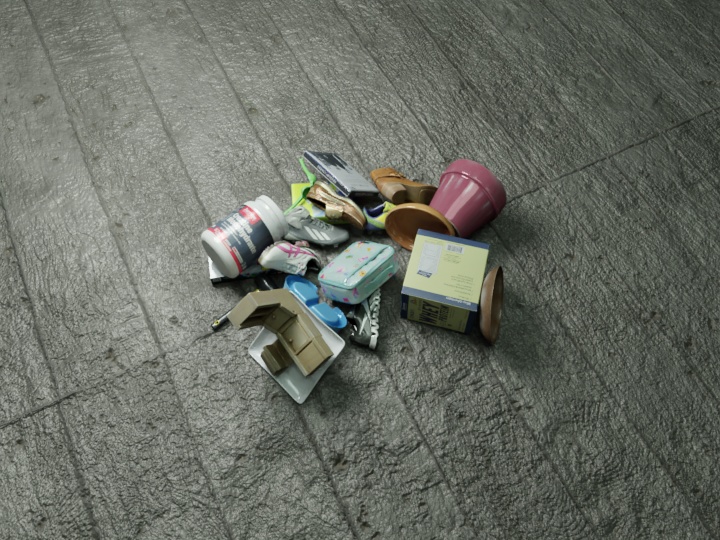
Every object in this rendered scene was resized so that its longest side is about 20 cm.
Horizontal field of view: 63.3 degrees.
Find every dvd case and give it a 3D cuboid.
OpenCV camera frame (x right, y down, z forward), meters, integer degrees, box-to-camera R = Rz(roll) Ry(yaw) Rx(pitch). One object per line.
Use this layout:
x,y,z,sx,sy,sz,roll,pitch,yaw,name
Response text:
-0.054,-0.278,1.684,0.200,0.025,0.149,45,28,24,dvd case

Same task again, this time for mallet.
-0.313,0.078,1.534,0.199,0.041,0.066,-32,70,-16,mallet

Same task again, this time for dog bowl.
-0.125,0.096,1.503,0.200,0.050,0.111,42,22,17,dog bowl

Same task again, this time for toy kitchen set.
-0.206,0.175,1.348,0.163,0.180,0.201,-43,76,17,toy kitchen set

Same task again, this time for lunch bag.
0.000,0.000,1.530,0.159,0.078,0.200,11,43,45,lunch bag

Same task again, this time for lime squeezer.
-0.165,-0.241,1.665,0.069,0.038,0.203,10,62,3,lime squeezer

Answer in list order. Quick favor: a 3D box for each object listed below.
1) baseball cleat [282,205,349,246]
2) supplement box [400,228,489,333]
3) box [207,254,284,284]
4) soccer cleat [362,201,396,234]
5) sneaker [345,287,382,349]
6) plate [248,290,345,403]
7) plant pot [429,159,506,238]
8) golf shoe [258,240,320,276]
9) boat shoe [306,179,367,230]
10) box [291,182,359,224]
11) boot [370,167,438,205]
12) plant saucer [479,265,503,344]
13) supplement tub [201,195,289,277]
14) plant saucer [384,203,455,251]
-0.127,-0.123,1.615,0.197,0.108,0.070,0,33,-6,baseball cleat
0.220,0.028,1.537,0.197,0.135,0.202,13,61,10,supplement box
-0.315,-0.045,1.597,0.197,0.038,0.138,-9,63,-9,box
0.098,-0.157,1.661,0.197,0.085,0.065,-8,29,-8,soccer cleat
0.008,0.105,1.526,0.089,0.067,0.203,6,63,-5,sneaker
-0.156,0.188,1.440,0.199,0.032,0.201,40,103,16,plate
0.278,-0.178,1.634,0.199,0.201,0.179,37,71,15,plant pot
-0.180,-0.028,1.532,0.092,0.073,0.199,49,31,21,golf shoe
-0.068,-0.169,1.620,0.199,0.076,0.074,38,73,21,boat shoe
-0.099,-0.194,1.692,0.197,0.048,0.124,-4,62,-6,box
0.136,-0.254,1.733,0.197,0.074,0.155,3,32,-32,boot
0.335,0.087,1.501,0.036,0.201,0.203,6,59,21,plant saucer
-0.299,-0.090,1.520,0.199,0.141,0.140,-39,71,-22,supplement tub
0.163,-0.117,1.584,0.197,0.201,0.038,19,60,6,plant saucer
